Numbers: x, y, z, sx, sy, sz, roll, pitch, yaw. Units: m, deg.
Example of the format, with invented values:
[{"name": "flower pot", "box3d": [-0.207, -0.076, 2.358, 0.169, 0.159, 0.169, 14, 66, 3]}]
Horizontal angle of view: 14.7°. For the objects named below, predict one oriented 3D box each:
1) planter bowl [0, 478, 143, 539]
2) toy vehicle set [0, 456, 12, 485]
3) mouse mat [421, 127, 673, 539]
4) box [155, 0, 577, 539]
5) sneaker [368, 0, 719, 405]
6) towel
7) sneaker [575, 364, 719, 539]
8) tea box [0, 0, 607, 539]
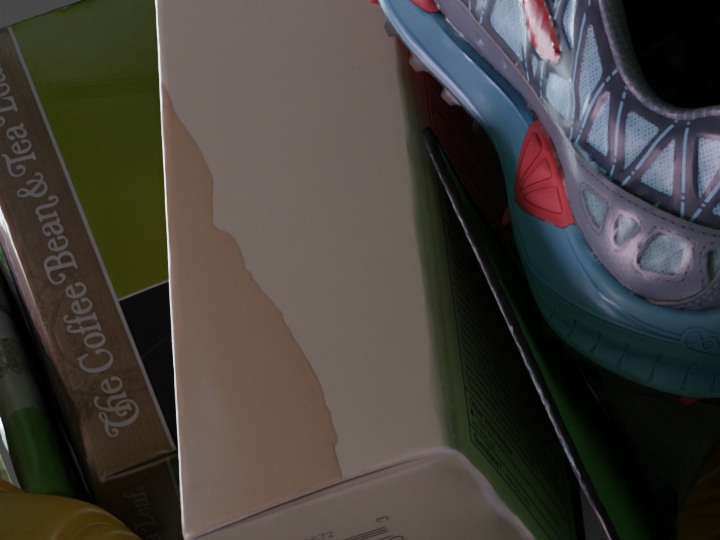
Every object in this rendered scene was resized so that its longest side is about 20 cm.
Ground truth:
[{"name": "planter bowl", "box3d": [-0.044, 0.143, 0.759, 0.200, 0.083, 0.201, -16, -90, -79]}, {"name": "toy vehicle set", "box3d": [-0.131, 0.066, 0.914, 0.200, 0.026, 0.125, -126, 16, -63]}, {"name": "mouse mat", "box3d": [0.074, 0.071, 0.711, 0.200, 0.008, 0.161, 55, -172, -40]}, {"name": "box", "box3d": [0.000, 0.000, 0.766, 0.095, 0.077, 0.201, 53, -156, -46]}, {"name": "sneaker", "box3d": [0.069, -0.067, 0.699, 0.096, 0.079, 0.201, -59, 42, 37]}, {"name": "towel", "box3d": [-0.111, 0.066, 0.958, 0.200, 0.031, 0.150, -118, 6, -52]}, {"name": "sneaker", "box3d": [0.114, 0.061, 0.709, 0.088, 0.075, 0.200, 56, -172, -44]}, {"name": "tea box", "box3d": [-0.011, 0.002, 0.923, 0.134, 0.196, 0.200, 79, 170, -49]}]
